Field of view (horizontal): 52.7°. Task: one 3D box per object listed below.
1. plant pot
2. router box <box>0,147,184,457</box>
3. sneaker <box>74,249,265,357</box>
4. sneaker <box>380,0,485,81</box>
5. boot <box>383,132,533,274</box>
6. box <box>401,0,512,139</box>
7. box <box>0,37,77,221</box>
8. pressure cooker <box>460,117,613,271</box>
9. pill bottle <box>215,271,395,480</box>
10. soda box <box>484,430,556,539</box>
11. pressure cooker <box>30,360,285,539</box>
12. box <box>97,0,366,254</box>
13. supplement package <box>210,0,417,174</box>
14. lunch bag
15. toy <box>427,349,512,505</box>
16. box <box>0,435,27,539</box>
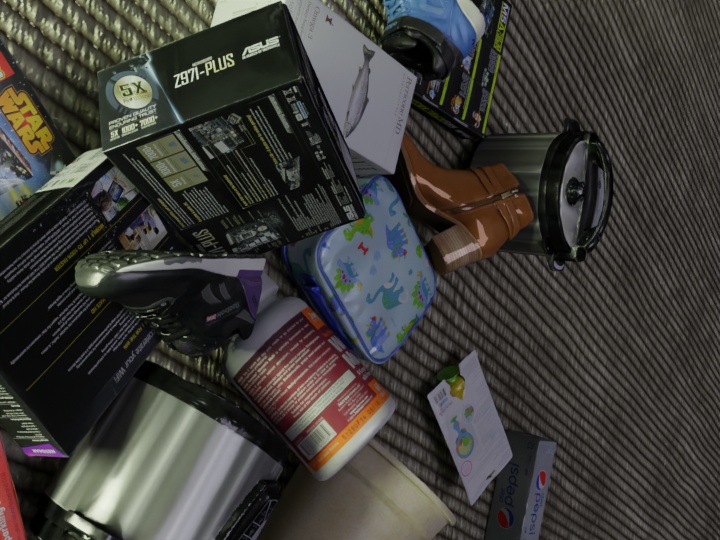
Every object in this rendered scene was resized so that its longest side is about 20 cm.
[{"bbox_3d":[-0.025,0.291,0.822,0.184,0.199,0.201,-49,128,-15],"label":"plant pot"},{"bbox_3d":[-0.220,0.017,0.564,0.201,0.050,0.151,-60,135,-46],"label":"router box"},{"bbox_3d":[-0.140,0.029,0.584,0.199,0.075,0.089,1,92,-63],"label":"sneaker"},{"bbox_3d":[0.047,-0.309,0.841,0.200,0.077,0.112,42,69,-16],"label":"sneaker"},{"bbox_3d":[0.124,-0.111,0.922,0.154,0.077,0.202,-28,84,-21],"label":"boot"},{"bbox_3d":[0.119,-0.303,0.969,0.192,0.047,0.203,18,83,-48],"label":"box"},{"bbox_3d":[-0.291,-0.062,0.574,0.137,0.040,0.202,-46,126,-33],"label":"box"},{"bbox_3d":[0.257,-0.105,1.028,0.179,0.198,0.177,-50,130,-34],"label":"pressure cooker"},{"bbox_3d":[-0.068,0.098,0.722,0.200,0.110,0.109,47,55,5],"label":"pill bottle"},{"bbox_3d":[0.265,0.374,1.208,0.063,0.068,0.203,16,84,-45],"label":"soda box"},{"bbox_3d":[-0.178,0.203,0.631,0.176,0.178,0.202,42,65,-30],"label":"pressure cooker"},{"bbox_3d":[-0.100,-0.103,0.627,0.200,0.162,0.087,59,13,-60],"label":"box"},{"bbox_3d":[-0.053,-0.188,0.752,0.199,0.116,0.119,21,79,-46],"label":"supplement package"},{"bbox_3d":[0.000,0.000,0.862,0.161,0.082,0.201,-51,129,-30],"label":"lunch bag"},{"bbox_3d":[0.155,0.231,1.087,0.115,0.047,0.202,-36,117,-33],"label":"toy"},{"bbox_3d":[-0.319,0.197,0.544,0.102,0.094,0.203,-21,111,-43],"label":"box"}]
